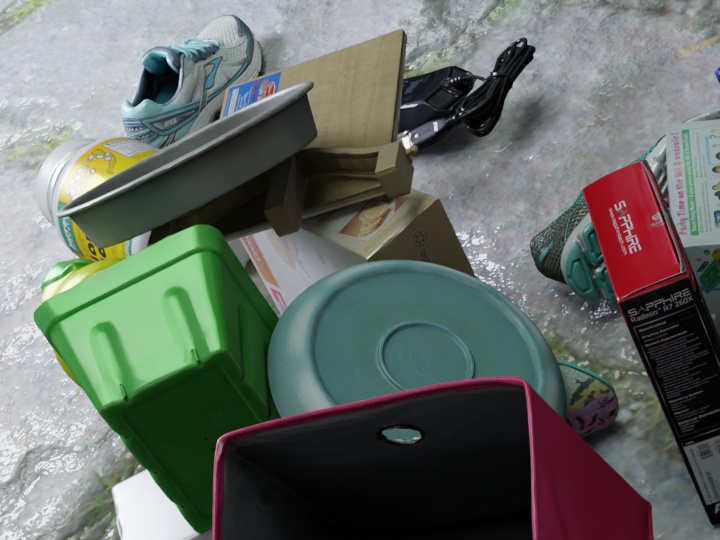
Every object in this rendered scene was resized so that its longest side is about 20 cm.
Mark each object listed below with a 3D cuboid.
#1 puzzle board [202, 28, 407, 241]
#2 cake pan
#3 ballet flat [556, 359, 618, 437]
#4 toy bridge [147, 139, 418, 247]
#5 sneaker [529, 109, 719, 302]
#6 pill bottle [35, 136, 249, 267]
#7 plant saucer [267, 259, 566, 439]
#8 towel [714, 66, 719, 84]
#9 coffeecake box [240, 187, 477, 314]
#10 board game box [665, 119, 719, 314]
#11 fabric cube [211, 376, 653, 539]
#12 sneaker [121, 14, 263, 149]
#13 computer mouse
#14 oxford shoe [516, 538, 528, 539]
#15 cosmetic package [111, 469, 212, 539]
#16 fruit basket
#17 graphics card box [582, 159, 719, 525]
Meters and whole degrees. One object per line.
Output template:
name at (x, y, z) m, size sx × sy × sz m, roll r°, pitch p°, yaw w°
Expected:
puzzle board at (-0.040, -0.095, 1.703) m, size 0.151 × 0.017 × 0.200 m, roll -17°, pitch 34°, yaw 18°
cake pan at (-0.114, -0.071, 1.614) m, size 0.200 × 0.037 × 0.200 m, roll -26°, pitch 8°, yaw 4°
ballet flat at (0.071, 0.085, 1.570) m, size 0.200 × 0.069 × 0.071 m, roll 16°, pitch 37°, yaw 11°
toy bridge at (-0.051, -0.054, 1.616) m, size 0.200 × 0.027 × 0.067 m, roll -17°, pitch 34°, yaw 19°
sneaker at (0.202, -0.055, 1.709) m, size 0.200 × 0.078 × 0.091 m, roll -36°, pitch 22°, yaw -23°
pill bottle at (-0.186, -0.048, 1.934) m, size 0.113 × 0.113 × 0.200 m, roll -41°, pitch 36°, yaw -19°
plant saucer at (0.040, 0.064, 1.509) m, size 0.200 × 0.027 × 0.200 m, roll 8°, pitch 48°, yaw -10°
towel at (0.376, -0.164, 1.745) m, size 0.200 × 0.050 × 0.148 m, roll -28°, pitch 33°, yaw 1°
coffeecake box at (0.000, 0.000, 1.701) m, size 0.073 × 0.154 × 0.200 m, roll -41°, pitch 36°, yaw -19°
board game box at (0.310, -0.043, 1.580) m, size 0.200 × 0.064 × 0.148 m, roll -3°, pitch 37°, yaw 8°
fabric cube at (0.047, 0.198, 1.313) m, size 0.196 × 0.199 × 0.200 m, roll -13°, pitch 61°, yaw 23°
sneaker at (-0.153, -0.177, 2.102) m, size 0.078 × 0.086 × 0.200 m, roll -4°, pitch 41°, yaw 30°
computer mouse at (0.048, -0.118, 1.898) m, size 0.200 × 0.046 × 0.140 m, roll -16°, pitch 24°, yaw 31°
oxford shoe at (0.121, 0.193, 1.434) m, size 0.200 × 0.073 × 0.071 m, roll 14°, pitch 52°, yaw 45°
cosmetic package at (-0.065, 0.157, 1.616) m, size 0.200 × 0.074 × 0.102 m, roll -27°, pitch 33°, yaw 5°
fruit basket at (-0.132, 0.050, 1.560) m, size 0.155 × 0.216 × 0.216 m, roll -26°, pitch 34°, yaw 5°
graphics card box at (0.200, 0.046, 1.458) m, size 0.051 × 0.200 × 0.126 m, roll -22°, pitch 35°, yaw 8°
